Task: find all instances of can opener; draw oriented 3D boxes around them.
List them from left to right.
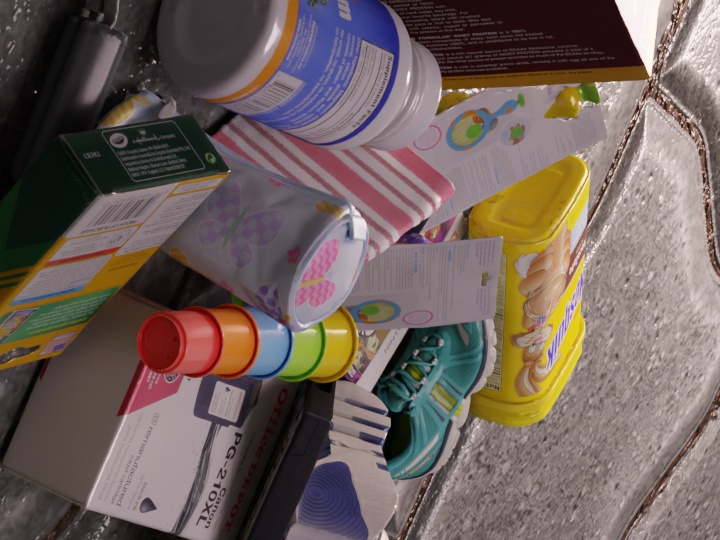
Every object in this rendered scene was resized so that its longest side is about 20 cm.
[{"bbox_3d":[-0.180,-0.146,1.456,0.066,0.053,0.201,16,94,-25],"label":"can opener"}]

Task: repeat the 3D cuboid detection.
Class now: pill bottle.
[{"bbox_3d":[-0.035,-0.147,1.581,0.200,0.112,0.113,18,93,-49],"label":"pill bottle"}]

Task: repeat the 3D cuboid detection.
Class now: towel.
[{"bbox_3d":[-0.042,-0.054,1.637,0.200,0.146,0.030,-38,162,-40],"label":"towel"}]

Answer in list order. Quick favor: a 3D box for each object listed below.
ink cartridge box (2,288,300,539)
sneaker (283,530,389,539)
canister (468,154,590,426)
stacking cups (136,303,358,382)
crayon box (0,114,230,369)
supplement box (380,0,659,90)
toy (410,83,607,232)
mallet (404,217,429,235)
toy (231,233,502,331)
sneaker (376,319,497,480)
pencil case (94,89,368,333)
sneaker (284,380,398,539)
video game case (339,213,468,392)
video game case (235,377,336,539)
[{"bbox_3d":[-0.141,0.104,1.628,0.200,0.084,0.145,29,82,-60],"label":"ink cartridge box"},{"bbox_3d":[-0.054,0.232,1.879,0.200,0.069,0.100,-43,135,-42],"label":"sneaker"},{"bbox_3d":[0.143,0.012,1.998,0.149,0.086,0.201,-55,153,-45],"label":"canister"},{"bbox_3d":[-0.081,0.047,1.568,0.200,0.060,0.061,4,106,-56],"label":"stacking cups"},{"bbox_3d":[-0.188,-0.013,1.449,0.200,0.052,0.125,-45,163,32],"label":"crayon box"},{"bbox_3d":[0.097,-0.238,1.648,0.200,0.196,0.134,52,42,-56],"label":"supplement box"},{"bbox_3d":[0.088,-0.106,1.781,0.199,0.047,0.115,-25,140,-3],"label":"toy"},{"bbox_3d":[-0.043,-0.037,1.699,0.199,0.041,0.066,3,135,-31],"label":"mallet"},{"bbox_3d":[0.000,0.000,1.697,0.115,0.199,0.047,90,-9,-59],"label":"toy"},{"bbox_3d":[0.057,0.093,1.947,0.079,0.077,0.201,-7,121,-44],"label":"sneaker"},{"bbox_3d":[-0.090,-0.040,1.511,0.091,0.199,0.083,-57,155,-5],"label":"pencil case"},{"bbox_3d":[-0.025,0.185,1.788,0.200,0.080,0.116,-82,-167,-60],"label":"sneaker"},{"bbox_3d":[0.005,-0.019,1.833,0.182,0.036,0.200,-59,148,-19],"label":"video game case"},{"bbox_3d":[-0.064,0.157,1.720,0.181,0.025,0.201,-84,-163,-71],"label":"video game case"}]
